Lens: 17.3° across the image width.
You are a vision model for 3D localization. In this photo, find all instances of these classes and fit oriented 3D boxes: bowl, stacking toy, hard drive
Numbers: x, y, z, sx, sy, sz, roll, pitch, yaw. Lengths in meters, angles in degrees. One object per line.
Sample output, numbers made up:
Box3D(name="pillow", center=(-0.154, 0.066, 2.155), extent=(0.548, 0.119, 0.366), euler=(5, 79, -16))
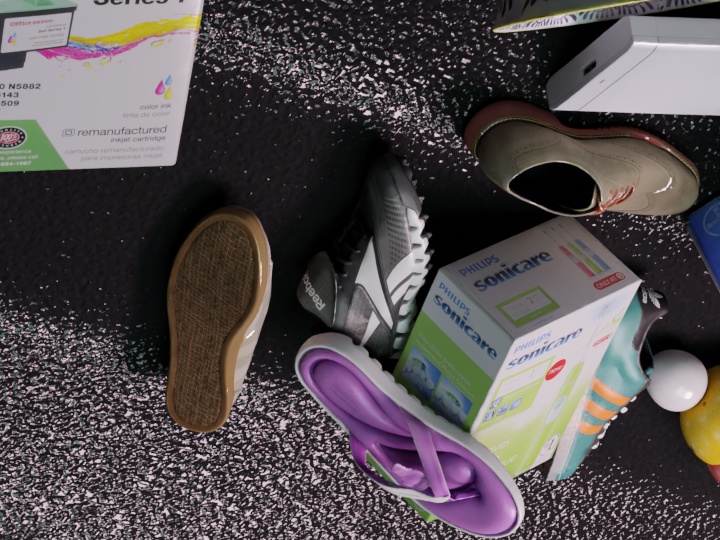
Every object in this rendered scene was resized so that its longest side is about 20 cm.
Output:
Box3D(name="bowl", center=(0.174, -0.212, 1.489), extent=(0.200, 0.094, 0.201), euler=(-10, -178, 0))
Box3D(name="stacking toy", center=(0.309, 0.121, 1.921), extent=(0.200, 0.146, 0.146), euler=(33, 119, -20))
Box3D(name="hard drive", center=(0.246, -0.139, 1.627), extent=(0.200, 0.027, 0.132), euler=(0, 164, -21))

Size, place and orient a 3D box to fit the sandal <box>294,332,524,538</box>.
Box3D(name="sandal", center=(0.026, 0.130, 1.694), extent=(0.203, 0.050, 0.082), euler=(40, 134, 2))

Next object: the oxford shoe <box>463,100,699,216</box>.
Box3D(name="oxford shoe", center=(0.165, -0.060, 1.682), extent=(0.200, 0.075, 0.071), euler=(10, 130, -30))

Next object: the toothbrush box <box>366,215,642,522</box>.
Box3D(name="toothbrush box", center=(0.102, 0.072, 1.752), extent=(0.145, 0.086, 0.200), euler=(-22, 146, -41))

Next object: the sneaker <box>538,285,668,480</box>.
Box3D(name="sneaker", center=(0.189, 0.091, 1.855), extent=(0.080, 0.071, 0.200), euler=(0, 133, -15))

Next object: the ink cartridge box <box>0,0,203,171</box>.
Box3D(name="ink cartridge box", center=(-0.176, -0.161, 1.437), extent=(0.144, 0.084, 0.200), euler=(-3, 135, -18))

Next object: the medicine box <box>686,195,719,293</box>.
Box3D(name="medicine box", center=(0.372, -0.008, 1.737), extent=(0.200, 0.182, 0.103), euler=(-35, 137, 16))

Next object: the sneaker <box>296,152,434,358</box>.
Box3D(name="sneaker", center=(0.000, 0.000, 1.689), extent=(0.090, 0.067, 0.200), euler=(-11, 140, -13))

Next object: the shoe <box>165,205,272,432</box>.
Box3D(name="shoe", center=(-0.103, 0.027, 1.697), extent=(0.070, 0.053, 0.200), euler=(20, 128, 5))
